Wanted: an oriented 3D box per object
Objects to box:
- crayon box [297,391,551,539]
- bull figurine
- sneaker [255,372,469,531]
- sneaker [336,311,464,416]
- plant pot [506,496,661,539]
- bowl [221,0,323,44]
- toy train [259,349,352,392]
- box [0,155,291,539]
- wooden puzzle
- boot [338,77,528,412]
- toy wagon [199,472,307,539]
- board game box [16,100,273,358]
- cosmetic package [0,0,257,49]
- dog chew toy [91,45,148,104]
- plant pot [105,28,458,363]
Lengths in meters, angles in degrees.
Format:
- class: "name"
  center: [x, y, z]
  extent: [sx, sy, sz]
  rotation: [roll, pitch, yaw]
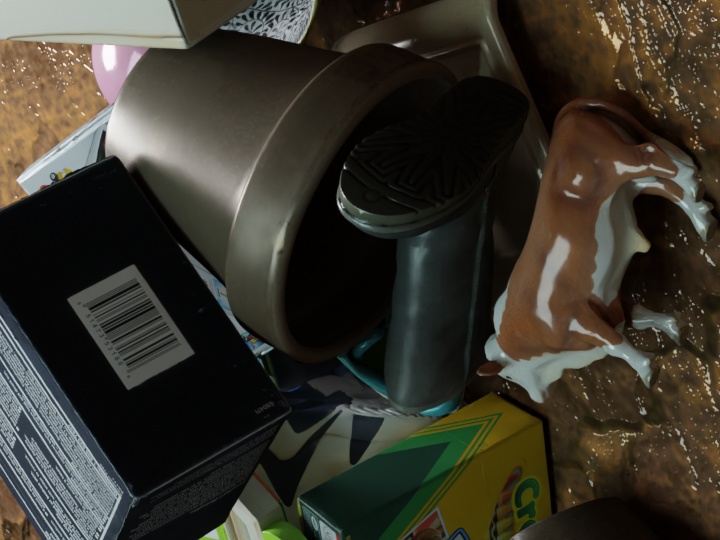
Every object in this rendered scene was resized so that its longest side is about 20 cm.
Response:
- class: "crayon box"
  center: [0.052, 0.210, 1.673]
  extent: [0.058, 0.172, 0.200]
  rotation: [32, 139, 47]
- class: "bull figurine"
  center: [0.139, 0.000, 1.450]
  extent: [0.121, 0.065, 0.200]
  rotation: [20, 114, 25]
- class: "sneaker"
  center: [-0.019, 0.146, 1.708]
  extent: [0.080, 0.199, 0.130]
  rotation: [-124, 34, -63]
- class: "sneaker"
  center: [-0.007, 0.023, 1.595]
  extent: [0.200, 0.078, 0.080]
  rotation: [38, -173, -9]
- class: "plant pot"
  center: [0.167, 0.256, 1.575]
  extent: [0.200, 0.187, 0.187]
  rotation: [66, 150, 18]
- class: "bowl"
  center: [-0.077, -0.238, 1.566]
  extent: [0.201, 0.094, 0.201]
  rotation: [27, 137, 28]
- class: "toy train"
  center: [-0.048, 0.086, 1.784]
  extent: [0.114, 0.087, 0.200]
  rotation: [21, 132, 61]
- class: "box"
  center: [-0.162, 0.070, 1.515]
  extent: [0.200, 0.123, 0.198]
  rotation: [55, 153, 13]
- class: "wooden puzzle"
  center: [0.069, -0.074, 1.566]
  extent: [0.185, 0.037, 0.200]
  rotation: [-11, 101, 57]
- class: "boot"
  center: [0.035, 0.000, 1.463]
  extent: [0.073, 0.182, 0.200]
  rotation: [33, 130, 22]
- class: "toy wagon"
  center: [-0.089, 0.187, 1.656]
  extent: [0.200, 0.040, 0.155]
  rotation: [6, 119, 46]
- class: "board game box"
  center: [-0.126, -0.022, 1.665]
  extent: [0.126, 0.035, 0.200]
  rotation: [-32, 105, 35]
- class: "cosmetic package"
  center: [-0.155, -0.195, 1.521]
  extent: [0.200, 0.104, 0.073]
  rotation: [7, 126, 44]
- class: "dog chew toy"
  center: [-0.095, -0.114, 1.683]
  extent: [0.200, 0.125, 0.125]
  rotation: [52, 148, -1]
- class: "plant pot"
  center: [-0.059, -0.069, 1.501]
  extent: [0.174, 0.200, 0.200]
  rotation: [29, 137, 24]
